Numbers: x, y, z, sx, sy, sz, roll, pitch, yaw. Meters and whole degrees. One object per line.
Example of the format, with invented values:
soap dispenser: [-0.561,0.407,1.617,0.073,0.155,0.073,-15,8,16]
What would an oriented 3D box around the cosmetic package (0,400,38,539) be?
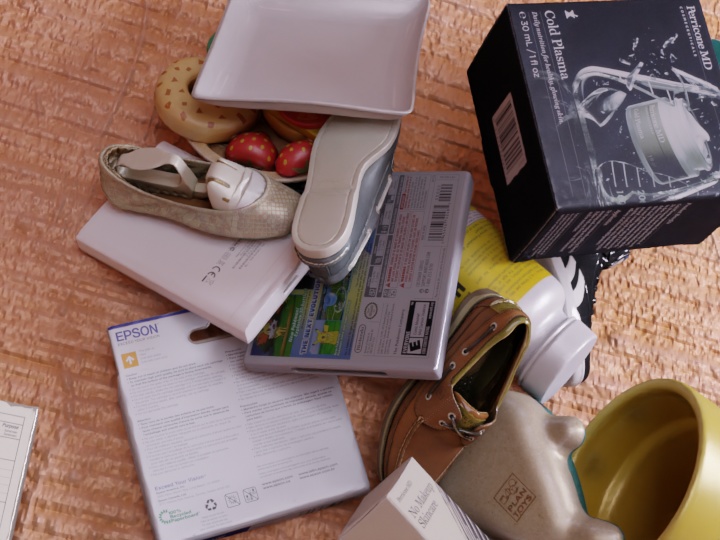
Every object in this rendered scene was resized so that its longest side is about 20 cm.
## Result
cosmetic package: [-0.329,0.204,1.018,0.102,0.073,0.203,13,65,-11]

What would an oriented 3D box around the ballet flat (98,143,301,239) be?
ballet flat: [-0.144,-0.072,1.125,0.197,0.063,0.068,8,54,12]

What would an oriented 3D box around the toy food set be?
toy food set: [-0.080,-0.164,1.212,0.199,0.049,0.198,33,55,20]

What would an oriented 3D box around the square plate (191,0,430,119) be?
square plate: [-0.040,-0.202,1.185,0.196,0.029,0.200,5,42,5]

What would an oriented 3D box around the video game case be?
video game case: [0.000,0.000,1.134,0.179,0.022,0.203,1,61,20]

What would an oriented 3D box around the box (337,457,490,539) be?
box: [0.079,0.260,1.053,0.200,0.068,0.082,46,25,0]

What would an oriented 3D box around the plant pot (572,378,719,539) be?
plant pot: [0.300,0.230,1.141,0.188,0.200,0.203,32,62,-18]

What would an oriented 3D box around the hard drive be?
hard drive: [-0.142,-0.030,1.150,0.198,0.027,0.132,27,62,23]

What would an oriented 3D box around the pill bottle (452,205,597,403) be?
pill bottle: [0.120,0.027,1.186,0.200,0.112,0.111,41,62,17]

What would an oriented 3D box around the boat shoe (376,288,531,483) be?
boat shoe: [0.078,0.113,1.087,0.071,0.068,0.202,22,98,-29]

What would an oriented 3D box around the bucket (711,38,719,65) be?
bucket: [0.310,-0.136,1.316,0.204,0.135,0.210,6,67,-15]

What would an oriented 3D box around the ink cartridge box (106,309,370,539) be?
ink cartridge box: [-0.111,0.128,1.133,0.193,0.043,0.203,-12,71,-19]

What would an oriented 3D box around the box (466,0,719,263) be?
box: [0.220,-0.127,1.148,0.193,0.124,0.203,-5,70,-17]

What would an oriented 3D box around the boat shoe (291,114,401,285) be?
boat shoe: [-0.008,-0.076,1.129,0.072,0.062,0.202,5,51,21]

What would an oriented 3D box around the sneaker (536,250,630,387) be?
sneaker: [0.226,0.012,1.266,0.110,0.073,0.203,-4,71,-21]

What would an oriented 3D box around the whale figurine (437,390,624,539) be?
whale figurine: [0.155,0.198,1.122,0.103,0.160,0.200,21,17,-50]
